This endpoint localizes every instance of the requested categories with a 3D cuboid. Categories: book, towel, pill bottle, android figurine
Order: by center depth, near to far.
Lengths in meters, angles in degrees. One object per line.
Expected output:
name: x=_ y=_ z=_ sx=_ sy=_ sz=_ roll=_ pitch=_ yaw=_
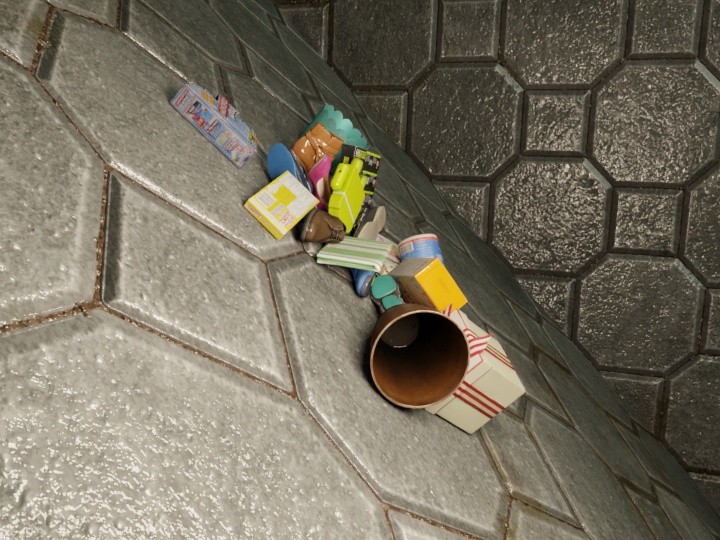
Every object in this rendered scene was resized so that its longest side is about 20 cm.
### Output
towel: x=-0.012 y=-0.041 z=1.492 sx=0.151 sy=0.024 sz=0.200 roll=8 pitch=17 yaw=7
android figurine: x=-0.036 y=-0.179 z=1.637 sx=0.041 sy=0.201 sz=0.182 roll=13 pitch=-26 yaw=20
pill bottle: x=0.172 y=0.014 z=1.730 sx=0.112 sy=0.112 sz=0.201 roll=13 pitch=62 yaw=-61
book: x=0.075 y=-0.045 z=1.816 sx=0.199 sy=0.048 sz=0.134 roll=26 pitch=26 yaw=-42

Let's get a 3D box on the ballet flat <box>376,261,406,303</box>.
ballet flat: x=0.098 y=0.026 z=1.668 sx=0.200 sy=0.065 sz=0.070 roll=49 pitch=16 yaw=4

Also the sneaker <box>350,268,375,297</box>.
sneaker: x=0.000 y=0.000 z=1.522 sx=0.078 sy=0.066 sz=0.200 roll=20 pitch=26 yaw=0

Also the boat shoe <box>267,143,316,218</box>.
boat shoe: x=-0.165 y=-0.204 z=1.555 sx=0.201 sy=0.084 sz=0.069 roll=69 pitch=15 yaw=13

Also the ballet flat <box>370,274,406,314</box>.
ballet flat: x=0.066 y=0.077 z=1.502 sx=0.072 sy=0.072 sz=0.201 roll=41 pitch=11 yaw=-21

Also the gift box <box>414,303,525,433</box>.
gift box: x=0.218 y=0.197 z=1.381 sx=0.186 sy=0.200 sz=0.185 roll=34 pitch=17 yaw=-33

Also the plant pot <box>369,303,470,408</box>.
plant pot: x=0.094 y=0.140 z=1.277 sx=0.187 sy=0.187 sz=0.200 roll=42 pitch=3 yaw=-16

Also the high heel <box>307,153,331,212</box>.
high heel: x=-0.084 y=-0.206 z=1.595 sx=0.096 sy=0.200 sz=0.067 roll=40 pitch=58 yaw=1

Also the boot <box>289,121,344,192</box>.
boot: x=-0.096 y=-0.286 z=1.725 sx=0.200 sy=0.155 sz=0.077 roll=36 pitch=15 yaw=-31

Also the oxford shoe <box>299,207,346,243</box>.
oxford shoe: x=-0.077 y=-0.095 z=1.466 sx=0.084 sy=0.073 sz=0.200 roll=23 pitch=16 yaw=12

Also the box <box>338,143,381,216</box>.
box: x=-0.013 y=-0.234 z=1.778 sx=0.047 sy=0.195 sz=0.200 roll=12 pitch=7 yaw=20

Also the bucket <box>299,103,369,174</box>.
bucket: x=-0.084 y=-0.405 z=2.048 sx=0.207 sy=0.135 sz=0.208 roll=41 pitch=19 yaw=-18

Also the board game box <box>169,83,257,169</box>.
board game box: x=-0.327 y=-0.349 z=1.478 sx=0.200 sy=0.062 sz=0.200 roll=39 pitch=19 yaw=-27

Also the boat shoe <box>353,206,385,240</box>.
boat shoe: x=0.010 y=-0.110 z=1.722 sx=0.200 sy=0.062 sz=0.073 roll=-57 pitch=146 yaw=-51

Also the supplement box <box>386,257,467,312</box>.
supplement box: x=0.150 y=0.040 z=1.526 sx=0.126 sy=0.073 sz=0.200 roll=54 pitch=-12 yaw=-10

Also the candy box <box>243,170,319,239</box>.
candy box: x=-0.165 y=-0.144 z=1.405 sx=0.102 sy=0.026 sz=0.200 roll=46 pitch=31 yaw=-6
